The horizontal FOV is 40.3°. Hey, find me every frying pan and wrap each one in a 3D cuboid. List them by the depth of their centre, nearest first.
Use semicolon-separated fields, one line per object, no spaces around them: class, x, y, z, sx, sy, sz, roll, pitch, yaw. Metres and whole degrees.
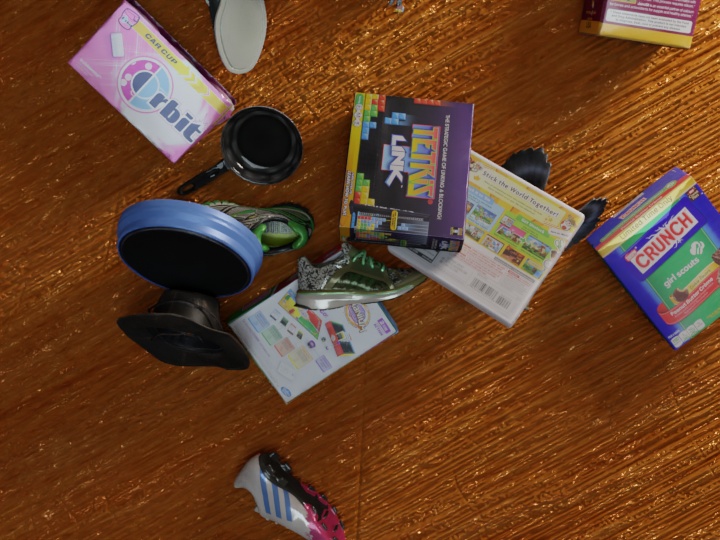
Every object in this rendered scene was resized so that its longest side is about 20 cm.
frying pan;-0.158;-0.148;1.365;0.115;0.031;0.190;35;116;-14

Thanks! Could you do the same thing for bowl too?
bowl;-0.232;-0.024;1.320;0.200;0.201;0.040;14;60;-7

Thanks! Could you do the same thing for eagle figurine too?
eagle figurine;0.240;-0.048;1.384;0.200;0.150;0.152;-61;146;-18

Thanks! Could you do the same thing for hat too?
hat;-0.240;0.072;1.374;0.200;0.201;0.081;14;65;-7

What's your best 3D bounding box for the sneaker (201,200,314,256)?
sneaker;-0.164;-0.056;1.361;0.199;0.085;0.078;-7;105;0

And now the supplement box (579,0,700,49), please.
supplement box;0.379;-0.402;1.292;0.130;0.103;0.201;8;105;-5

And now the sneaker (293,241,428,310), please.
sneaker;0.000;0.000;1.354;0.199;0.077;0.089;-10;97;-3

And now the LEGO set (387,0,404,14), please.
LEGO set;0.013;-0.438;1.252;0.199;0.116;0.154;27;102;-10

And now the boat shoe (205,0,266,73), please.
boat shoe;-0.169;-0.363;1.294;0.075;0.060;0.201;-5;105;-31

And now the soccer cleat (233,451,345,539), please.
soccer cleat;-0.108;0.360;1.492;0.086;0.070;0.200;-37;102;23

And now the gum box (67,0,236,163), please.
gum box;-0.273;-0.249;1.312;0.113;0.066;0.200;-44;103;10

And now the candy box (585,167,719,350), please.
candy box;0.454;-0.017;1.413;0.169;0.077;0.200;-40;102;7

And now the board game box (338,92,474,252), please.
board game box;0.062;-0.132;1.310;0.164;0.057;0.201;5;71;3

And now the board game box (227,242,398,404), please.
board game box;-0.068;0.078;1.425;0.200;0.040;0.153;-32;104;5

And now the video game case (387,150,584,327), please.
video game case;0.167;-0.049;1.316;0.200;0.023;0.182;33;79;19
